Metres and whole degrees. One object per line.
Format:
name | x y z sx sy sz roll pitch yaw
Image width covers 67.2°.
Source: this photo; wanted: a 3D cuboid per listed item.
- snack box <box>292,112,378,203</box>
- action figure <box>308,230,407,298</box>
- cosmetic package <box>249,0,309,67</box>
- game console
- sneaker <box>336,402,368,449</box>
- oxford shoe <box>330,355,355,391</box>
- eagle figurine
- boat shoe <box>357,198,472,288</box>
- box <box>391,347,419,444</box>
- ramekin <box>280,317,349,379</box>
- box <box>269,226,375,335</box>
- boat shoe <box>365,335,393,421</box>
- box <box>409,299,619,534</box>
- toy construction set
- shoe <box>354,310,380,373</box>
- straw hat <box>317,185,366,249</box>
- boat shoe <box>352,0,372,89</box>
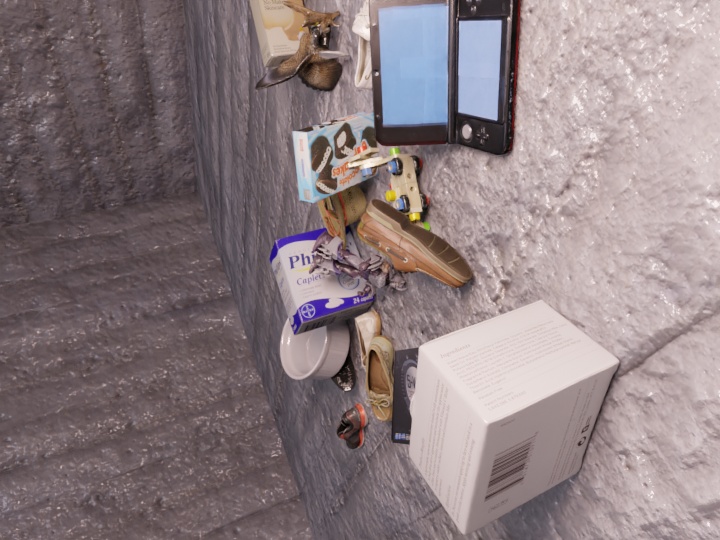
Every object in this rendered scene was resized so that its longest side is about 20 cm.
snack box | -0.038 -0.206 0.965 0.037 0.199 0.118 13 120 33
action figure | 0.000 0.000 1.066 0.197 0.070 0.131 22 141 11
cosmetic package | -0.180 -0.565 1.195 0.071 0.104 0.204 -3 102 66
game console | 0.101 -0.253 0.691 0.172 0.117 0.203 -140 41 -56
sneaker | -0.035 0.435 1.495 0.078 0.081 0.202 57 152 38
oxford shoe | -0.060 0.263 1.490 0.201 0.072 0.085 -125 14 -47
eagle figurine | -0.108 -0.422 1.080 0.201 0.150 0.152 -55 14 42
boat shoe | 0.083 -0.030 0.854 0.199 0.072 0.069 39 118 16
box | 0.124 0.208 0.896 0.199 0.043 0.163 -21 61 58
ramekin | -0.118 0.191 1.430 0.199 0.097 0.204 -22 60 43
box | -0.091 0.017 1.241 0.105 0.181 0.203 123 128 -63
boat shoe | 0.039 0.246 1.189 0.072 0.063 0.204 -1 106 24
box | 0.176 0.173 0.662 0.131 0.197 0.202 47 145 46
toy construction set | 0.056 -0.129 0.932 0.203 0.091 0.131 66 159 -4
shoe | 0.018 0.187 1.250 0.070 0.053 0.204 -142 43 -57
straw hat | -0.034 -0.141 1.138 0.201 0.084 0.204 158 91 -80
boat shoe | 0.021 -0.389 0.869 0.071 0.068 0.203 -127 32 -47
